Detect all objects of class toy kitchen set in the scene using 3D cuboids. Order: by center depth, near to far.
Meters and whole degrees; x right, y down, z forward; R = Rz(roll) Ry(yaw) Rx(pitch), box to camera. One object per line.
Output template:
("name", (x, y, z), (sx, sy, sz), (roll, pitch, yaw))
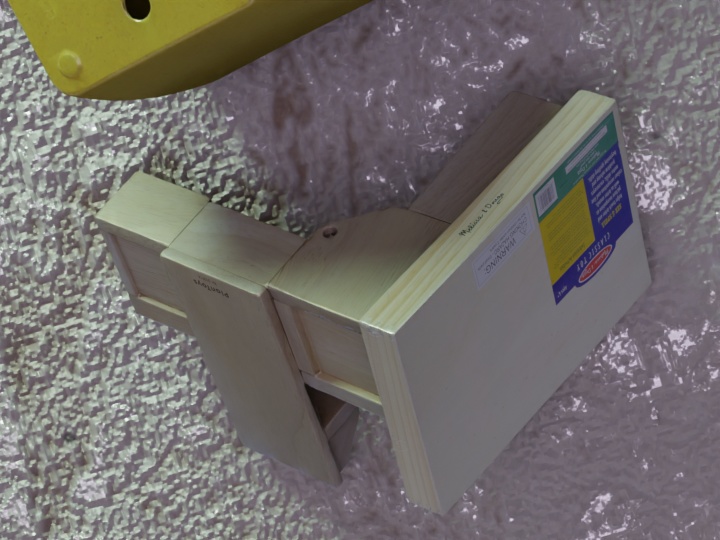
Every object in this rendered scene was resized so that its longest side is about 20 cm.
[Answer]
("toy kitchen set", (0.000, 0.000, 1.546), (0.200, 0.180, 0.163), (21, 147, 33))

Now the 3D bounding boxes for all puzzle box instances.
("puzzle box", (0.080, 0.016, 1.461), (0.025, 0.200, 0.133), (20, 141, 35))

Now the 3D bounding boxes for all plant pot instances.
("plant pot", (-0.092, -0.195, 1.422), (0.200, 0.176, 0.200), (-24, 98, 31))
